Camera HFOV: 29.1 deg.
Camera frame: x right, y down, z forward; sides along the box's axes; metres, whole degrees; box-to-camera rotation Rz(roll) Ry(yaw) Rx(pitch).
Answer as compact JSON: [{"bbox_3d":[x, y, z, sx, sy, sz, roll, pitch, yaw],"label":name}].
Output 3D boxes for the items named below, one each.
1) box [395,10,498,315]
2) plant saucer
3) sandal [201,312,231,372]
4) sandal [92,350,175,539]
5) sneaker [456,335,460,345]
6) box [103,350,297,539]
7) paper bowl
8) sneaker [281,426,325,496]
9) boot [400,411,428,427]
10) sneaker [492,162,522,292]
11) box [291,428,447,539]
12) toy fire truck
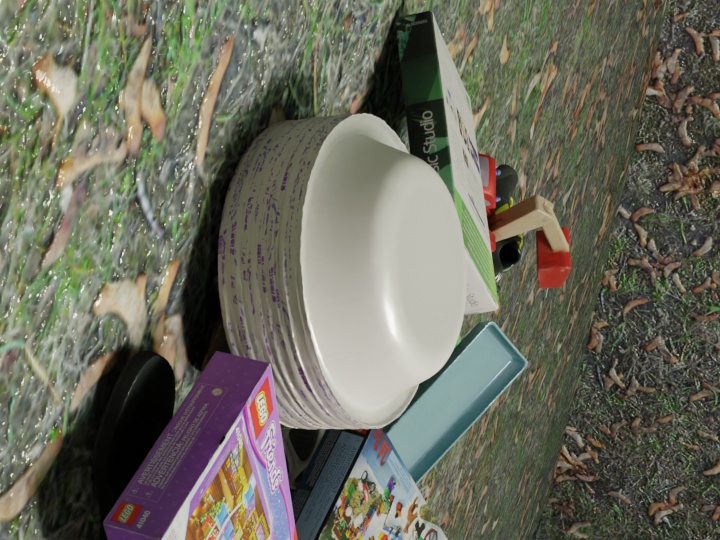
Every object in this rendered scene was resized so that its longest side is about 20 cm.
[{"bbox_3d":[0.069,-0.083,1.105,0.145,0.036,0.203,53,27,-62],"label":"box"},{"bbox_3d":[0.052,0.128,1.138,0.200,0.019,0.070,-46,131,-2],"label":"plant saucer"},{"bbox_3d":[-0.058,0.053,0.957,0.200,0.054,0.083,57,52,-71],"label":"sandal"},{"bbox_3d":[-0.122,0.133,0.829,0.075,0.047,0.203,-53,155,-52],"label":"sandal"},{"bbox_3d":[0.078,0.117,1.483,0.084,0.073,0.203,-42,146,-55],"label":"sneaker"},{"bbox_3d":[-0.084,0.168,0.809,0.137,0.039,0.202,-58,152,-46],"label":"box"},{"bbox_3d":[0.000,0.000,0.895,0.200,0.103,0.204,12,76,-62],"label":"paper bowl"},{"bbox_3d":[-0.067,0.203,1.102,0.084,0.080,0.202,-77,-171,-73],"label":"sneaker"},{"bbox_3d":[0.025,0.051,1.146,0.211,0.078,0.160,15,88,-65],"label":"boot"},{"bbox_3d":[0.145,-0.039,1.526,0.075,0.084,0.201,93,21,-46],"label":"sneaker"},{"bbox_3d":[0.000,0.216,1.053,0.138,0.037,0.201,-63,147,-26],"label":"box"},{"bbox_3d":[0.142,-0.049,1.385,0.201,0.139,0.049,79,12,-61],"label":"toy fire truck"}]
